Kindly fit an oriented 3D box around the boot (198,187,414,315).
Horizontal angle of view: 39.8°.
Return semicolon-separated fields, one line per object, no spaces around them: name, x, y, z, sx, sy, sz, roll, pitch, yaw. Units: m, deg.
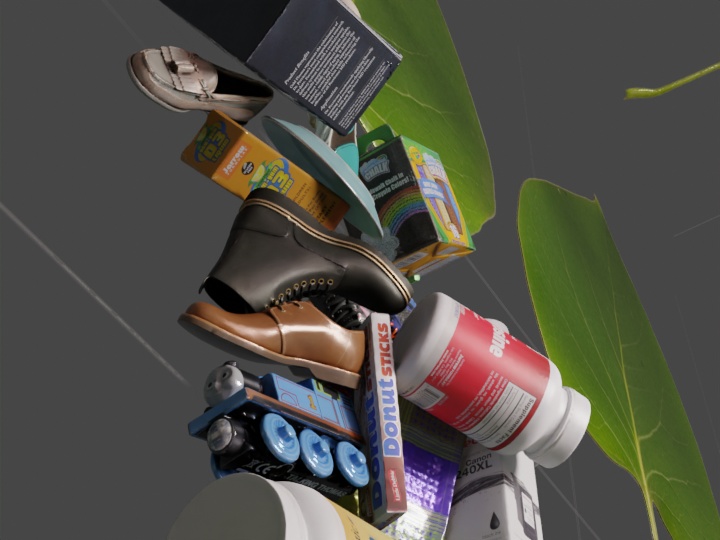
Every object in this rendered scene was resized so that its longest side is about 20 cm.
boot;-0.056;0.022;1.003;0.200;0.077;0.138;29;50;-3

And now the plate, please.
plate;-0.039;-0.115;1.174;0.200;0.026;0.200;44;-6;6

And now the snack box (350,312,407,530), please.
snack box;0.015;0.146;0.972;0.024;0.072;0.200;6;60;-20

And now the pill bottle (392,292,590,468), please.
pill bottle;0.131;0.118;1.022;0.200;0.112;0.112;32;31;-10

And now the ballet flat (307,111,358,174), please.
ballet flat;-0.039;-0.171;1.285;0.069;0.069;0.200;-50;145;-65

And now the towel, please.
towel;0.046;0.186;1.032;0.144;0.023;0.200;32;55;-17

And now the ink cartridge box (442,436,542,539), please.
ink cartridge box;0.113;0.276;1.064;0.083;0.145;0.200;46;29;-32

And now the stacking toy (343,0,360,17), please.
stacking toy;-0.052;-0.292;1.384;0.200;0.146;0.146;42;26;-74

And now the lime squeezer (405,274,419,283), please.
lime squeezer;0.000;0.000;1.186;0.038;0.071;0.200;18;11;-44

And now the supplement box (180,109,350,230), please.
supplement box;-0.100;-0.096;1.088;0.069;0.067;0.200;38;5;41

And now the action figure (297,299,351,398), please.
action figure;-0.041;0.097;1.051;0.065;0.052;0.200;-20;86;-54

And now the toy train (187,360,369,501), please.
toy train;-0.071;0.149;0.902;0.200;0.087;0.114;32;29;-48

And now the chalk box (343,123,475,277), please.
chalk box;0.050;-0.098;1.354;0.124;0.125;0.200;13;55;-60

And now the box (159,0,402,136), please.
box;-0.093;-0.282;1.156;0.200;0.124;0.197;41;6;37

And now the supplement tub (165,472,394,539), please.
supplement tub;-0.044;0.250;0.766;0.200;0.145;0.145;42;31;-41

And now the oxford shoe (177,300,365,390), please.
oxford shoe;-0.080;0.056;0.939;0.200;0.071;0.071;20;80;-35

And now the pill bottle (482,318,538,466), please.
pill bottle;0.178;0.170;1.352;0.113;0.113;0.200;40;33;-43

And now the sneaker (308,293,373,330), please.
sneaker;-0.001;0.070;1.107;0.200;0.080;0.086;59;11;-8

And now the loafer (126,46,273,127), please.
loafer;-0.170;-0.208;1.088;0.200;0.063;0.072;11;56;-62

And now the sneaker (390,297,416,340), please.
sneaker;0.051;0.086;1.232;0.200;0.075;0.079;34;40;-45
